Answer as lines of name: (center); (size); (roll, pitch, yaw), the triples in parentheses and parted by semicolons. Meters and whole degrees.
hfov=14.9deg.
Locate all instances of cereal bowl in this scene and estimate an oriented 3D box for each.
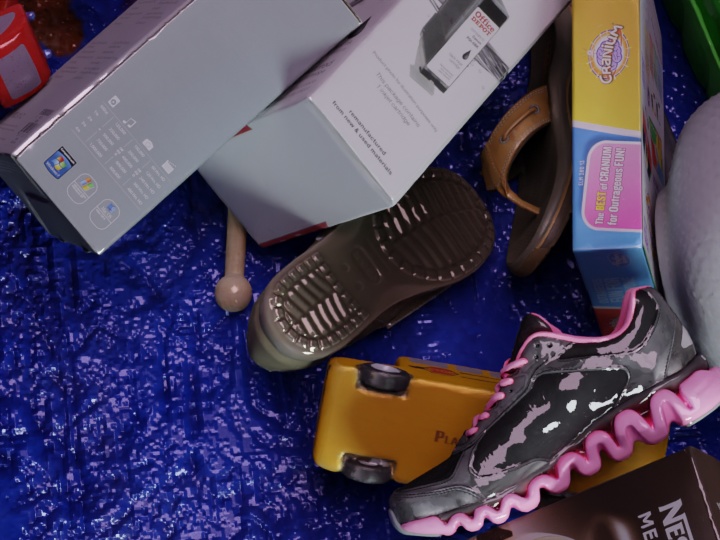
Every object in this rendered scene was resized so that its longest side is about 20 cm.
cereal bowl: (0.222, -0.008, 1.601); (0.083, 0.200, 0.201); (-10, 63, 16)

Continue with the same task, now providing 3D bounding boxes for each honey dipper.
honey dipper: (-0.074, -0.069, 1.664); (0.038, 0.038, 0.200); (6, 66, -5)

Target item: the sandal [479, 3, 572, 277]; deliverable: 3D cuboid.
sandal: (0.100, -0.081, 1.669); (0.054, 0.080, 0.200); (15, 56, -13)

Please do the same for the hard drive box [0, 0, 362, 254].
hard drive box: (-0.114, -0.107, 1.577); (0.200, 0.156, 0.077); (-43, 104, -8)

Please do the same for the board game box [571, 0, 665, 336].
board game box: (0.153, -0.079, 1.624); (0.040, 0.153, 0.200); (-3, 68, 11)

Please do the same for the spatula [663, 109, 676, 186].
spatula: (0.172, -0.129, 1.734); (0.056, 0.021, 0.200); (-18, 70, 1)

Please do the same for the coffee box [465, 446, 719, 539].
coffee box: (0.120, 0.188, 1.486); (0.200, 0.080, 0.113); (-25, 64, 20)

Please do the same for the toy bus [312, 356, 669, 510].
toy bus: (0.074, 0.093, 1.575); (0.199, 0.078, 0.065); (10, 99, -3)

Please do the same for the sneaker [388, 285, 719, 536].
sneaker: (0.096, 0.075, 1.501); (0.200, 0.079, 0.096); (-28, 92, -4)

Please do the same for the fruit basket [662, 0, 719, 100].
fruit basket: (0.267, -0.206, 1.688); (0.155, 0.216, 0.216); (-14, 67, -15)

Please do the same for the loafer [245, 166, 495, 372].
loafer: (0.000, 0.000, 1.615); (0.200, 0.068, 0.076); (-29, 89, -42)

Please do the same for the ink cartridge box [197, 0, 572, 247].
ink cartridge box: (0.011, -0.118, 1.617); (0.083, 0.147, 0.200); (50, 57, -16)

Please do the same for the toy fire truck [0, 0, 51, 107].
toy fire truck: (-0.203, -0.180, 1.658); (0.141, 0.049, 0.200); (-23, 42, -2)
